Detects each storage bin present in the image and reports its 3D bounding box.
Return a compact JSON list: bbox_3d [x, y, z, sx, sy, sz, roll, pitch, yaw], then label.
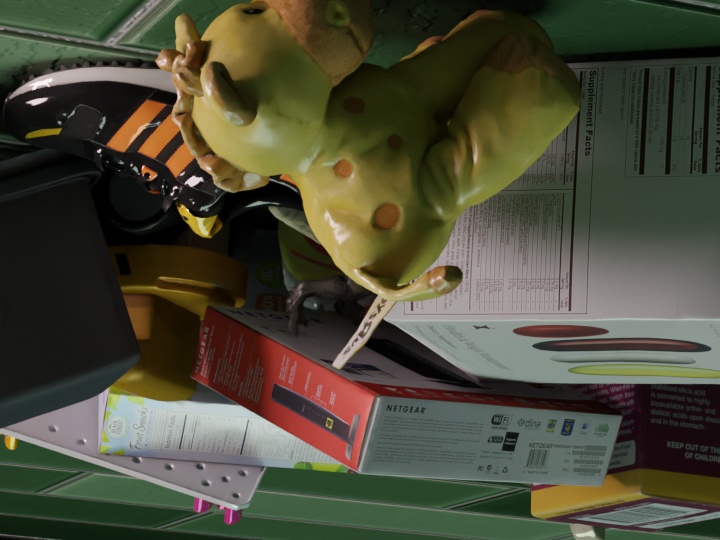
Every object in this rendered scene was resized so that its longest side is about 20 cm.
[{"bbox_3d":[-0.233,0.028,1.517,0.200,0.134,0.146,-17,170,-29],"label":"storage bin"}]

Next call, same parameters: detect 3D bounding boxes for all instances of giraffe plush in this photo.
[{"bbox_3d":[-0.015,-0.079,1.283,0.162,0.200,0.173,40,157,-18],"label":"giraffe plush"}]

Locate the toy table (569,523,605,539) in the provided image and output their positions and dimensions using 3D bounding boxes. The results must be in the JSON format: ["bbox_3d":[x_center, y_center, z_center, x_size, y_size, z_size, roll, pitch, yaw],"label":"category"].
[{"bbox_3d":[0.156,0.104,1.992,0.200,0.184,0.117,-1,151,29],"label":"toy table"}]

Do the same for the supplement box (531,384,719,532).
[{"bbox_3d":[0.186,0.061,1.687,0.103,0.200,0.131,9,166,-27],"label":"supplement box"}]

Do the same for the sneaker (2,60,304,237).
[{"bbox_3d":[-0.105,-0.064,1.457,0.200,0.090,0.070,1,167,6],"label":"sneaker"}]

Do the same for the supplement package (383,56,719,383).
[{"bbox_3d":[0.139,-0.021,1.461,0.200,0.147,0.191,-1,167,20],"label":"supplement package"}]

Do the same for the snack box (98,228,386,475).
[{"bbox_3d":[-0.075,0.050,1.764,0.200,0.169,0.068,4,135,-9],"label":"snack box"}]

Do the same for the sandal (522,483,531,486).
[{"bbox_3d":[0.087,0.076,1.873,0.080,0.200,0.054,-25,-167,27],"label":"sandal"}]

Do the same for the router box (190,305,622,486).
[{"bbox_3d":[0.027,0.077,1.596,0.200,0.049,0.179,6,-168,-40],"label":"router box"}]

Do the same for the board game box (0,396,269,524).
[{"bbox_3d":[-0.143,0.076,1.793,0.200,0.200,0.026,18,129,6],"label":"board game box"}]

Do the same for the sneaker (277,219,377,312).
[{"bbox_3d":[0.039,-0.027,1.630,0.200,0.078,0.090,-11,141,10],"label":"sneaker"}]

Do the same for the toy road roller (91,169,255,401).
[{"bbox_3d":[-0.169,0.007,1.654,0.200,0.146,0.123,-2,166,22],"label":"toy road roller"}]

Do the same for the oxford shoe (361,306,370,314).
[{"bbox_3d":[0.071,0.003,1.685,0.200,0.073,0.071,9,-178,37],"label":"oxford shoe"}]

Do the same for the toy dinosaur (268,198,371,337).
[{"bbox_3d":[0.000,0.000,1.569,0.200,0.047,0.088,14,131,-39],"label":"toy dinosaur"}]
